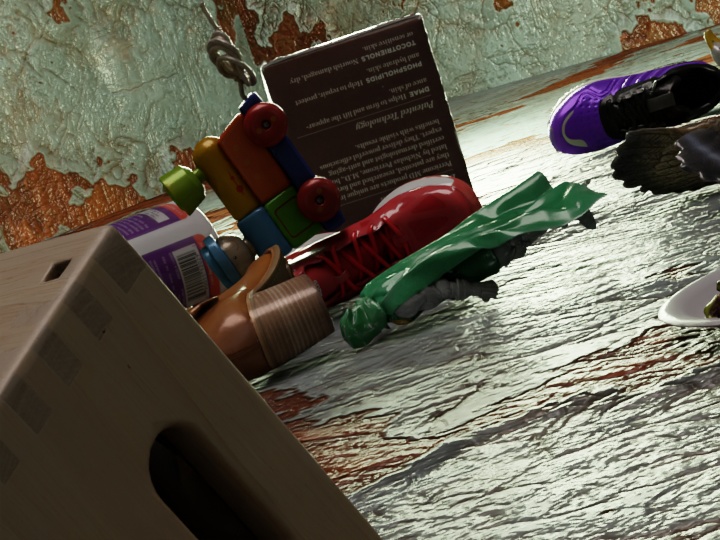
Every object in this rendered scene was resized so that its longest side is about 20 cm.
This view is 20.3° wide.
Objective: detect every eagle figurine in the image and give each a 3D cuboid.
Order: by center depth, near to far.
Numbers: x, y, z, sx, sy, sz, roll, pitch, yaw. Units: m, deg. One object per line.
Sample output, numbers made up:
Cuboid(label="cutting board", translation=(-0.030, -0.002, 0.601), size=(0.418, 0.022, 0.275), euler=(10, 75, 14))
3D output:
Cuboid(label="eagle figurine", translation=(0.300, -0.115, 1.508), size=(0.200, 0.150, 0.152), euler=(-50, -29, -13))

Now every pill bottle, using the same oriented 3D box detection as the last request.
Cuboid(label="pill bottle", translation=(-0.222, 0.021, 1.757), size=(0.199, 0.112, 0.111), euler=(-22, 8, -31))

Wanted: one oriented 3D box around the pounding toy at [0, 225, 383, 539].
Cuboid(label="pounding toy", translation=(-0.087, 0.091, 0.619), size=(0.183, 0.200, 0.143), euler=(-12, 37, 42))

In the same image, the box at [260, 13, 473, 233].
Cuboid(label="box", translation=(0.007, -0.133, 1.980), size=(0.163, 0.202, 0.166), euler=(-18, 7, -1))

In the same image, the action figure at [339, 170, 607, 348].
Cuboid(label="action figure", translation=(0.069, -0.003, 1.405), size=(0.199, 0.055, 0.118), euler=(-28, 11, -18))

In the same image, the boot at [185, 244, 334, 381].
Cuboid(label="boot", translation=(-0.110, 0.046, 1.441), size=(0.154, 0.074, 0.200), euler=(-24, 5, -8))

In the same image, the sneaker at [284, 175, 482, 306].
Cuboid(label="sneaker", translation=(0.000, 0.000, 1.564), size=(0.199, 0.079, 0.116), euler=(-29, 9, 34))

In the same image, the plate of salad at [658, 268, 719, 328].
Cuboid(label="plate of salad", translation=(0.248, -0.014, 1.045), size=(0.198, 0.048, 0.200), euler=(-18, 7, 2))

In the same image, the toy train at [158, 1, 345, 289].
Cuboid(label="toy train", translation=(-0.109, -0.091, 1.554), size=(0.115, 0.201, 0.085), euler=(-36, 7, -3))

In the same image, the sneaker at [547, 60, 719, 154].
Cuboid(label="sneaker", translation=(0.292, -0.174, 2.086), size=(0.198, 0.070, 0.099), euler=(-20, 9, -10))
